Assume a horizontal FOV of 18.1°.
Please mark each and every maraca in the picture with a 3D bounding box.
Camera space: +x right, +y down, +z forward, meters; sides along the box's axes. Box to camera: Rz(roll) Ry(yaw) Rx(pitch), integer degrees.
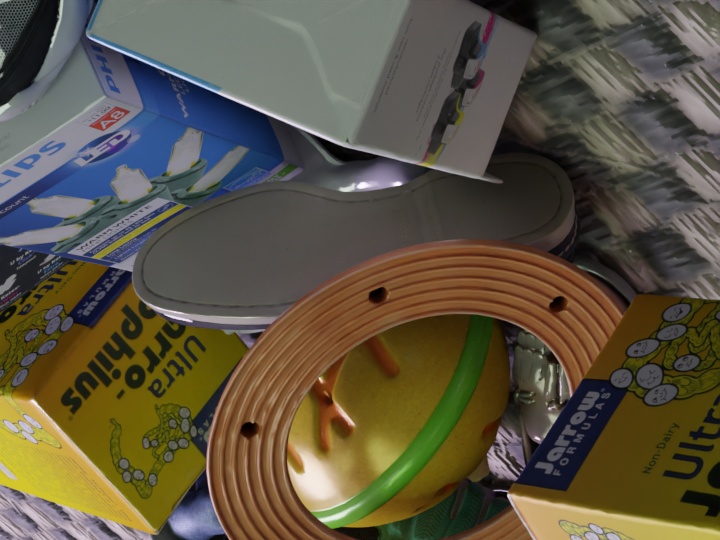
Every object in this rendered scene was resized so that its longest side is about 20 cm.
[{"bbox_3d":[-0.001,0.068,1.098,0.107,0.138,0.200,35,142,-20],"label":"maraca"}]

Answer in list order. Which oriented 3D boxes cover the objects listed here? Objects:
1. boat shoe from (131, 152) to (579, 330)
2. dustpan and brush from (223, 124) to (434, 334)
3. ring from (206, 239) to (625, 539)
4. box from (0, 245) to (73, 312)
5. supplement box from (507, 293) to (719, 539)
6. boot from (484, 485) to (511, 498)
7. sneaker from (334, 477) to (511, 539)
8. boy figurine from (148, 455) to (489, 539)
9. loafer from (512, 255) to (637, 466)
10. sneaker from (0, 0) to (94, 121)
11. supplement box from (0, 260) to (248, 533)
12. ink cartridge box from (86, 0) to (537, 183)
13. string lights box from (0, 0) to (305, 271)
[{"bbox_3d":[0.000,0.000,1.001,0.199,0.073,0.063,-10,145,7],"label":"boat shoe"},{"bbox_3d":[-0.030,-0.035,1.079,0.200,0.057,0.140,2,127,55],"label":"dustpan and brush"},{"bbox_3d":[0.029,0.068,0.991,0.201,0.200,0.019,57,-174,-37],"label":"ring"},{"bbox_3d":[-0.187,-0.082,1.077,0.122,0.106,0.200,45,156,17],"label":"box"},{"bbox_3d":[0.173,0.088,0.806,0.199,0.109,0.110,4,137,44],"label":"supplement box"},{"bbox_3d":[0.053,0.177,1.308,0.199,0.068,0.131,-17,120,45],"label":"boot"},{"bbox_3d":[0.073,0.154,1.102,0.199,0.075,0.088,7,144,39],"label":"sneaker"},{"bbox_3d":[-0.018,0.105,1.218,0.199,0.124,0.065,-20,99,24],"label":"boy figurine"},{"bbox_3d":[0.107,0.075,1.081,0.072,0.063,0.200,21,150,24],"label":"loafer"},{"bbox_3d":[-0.146,-0.142,0.794,0.075,0.114,0.201,23,114,23],"label":"sneaker"},{"bbox_3d":[-0.162,0.055,1.245,0.199,0.109,0.110,7,143,53],"label":"supplement box"},{"bbox_3d":[-0.007,-0.090,0.887,0.115,0.068,0.200,24,-174,19],"label":"ink cartridge box"},{"bbox_3d":[-0.113,-0.057,0.963,0.059,0.102,0.200,64,-163,14],"label":"string lights box"}]
